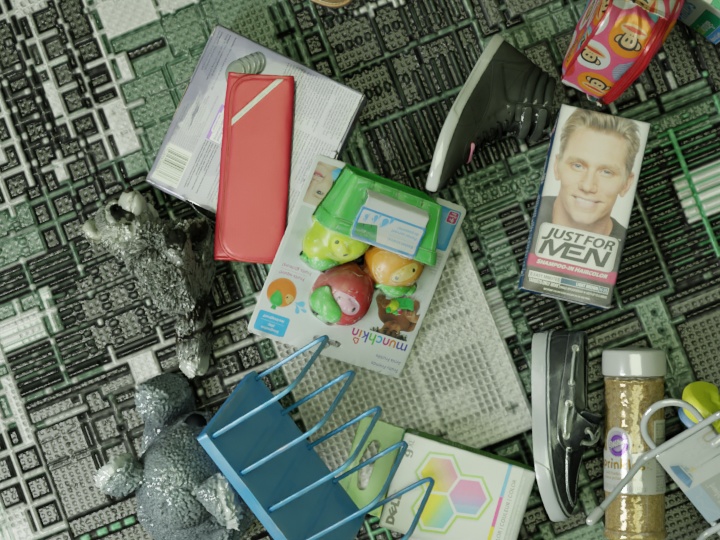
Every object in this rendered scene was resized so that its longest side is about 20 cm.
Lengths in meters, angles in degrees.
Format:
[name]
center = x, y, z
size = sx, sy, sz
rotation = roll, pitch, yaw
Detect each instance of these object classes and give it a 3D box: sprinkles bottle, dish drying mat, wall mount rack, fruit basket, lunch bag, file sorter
[sprinkles bottle]
center = 0.290, 0.183, 1.512
size = 0.068, 0.068, 0.202
rotation = -1, 89, 4
[dish drying mat]
center = -0.113, -0.109, 1.523
size = 0.076, 0.018, 0.202
rotation = 4, 89, 3
[wall mount rack]
center = 0.334, 0.237, 1.458
size = 0.173, 0.075, 0.200
rotation = -35, 104, 20
[fruit basket]
center = 0.000, 0.000, 1.502
size = 0.184, 0.094, 0.202
rotation = 19, 94, -21
[lunch bag]
center = 0.274, -0.275, 1.474
size = 0.081, 0.176, 0.201
rotation = 26, 68, -4
[file sorter]
center = -0.037, 0.186, 1.422
size = 0.122, 0.139, 0.201
rotation = -32, 100, 26

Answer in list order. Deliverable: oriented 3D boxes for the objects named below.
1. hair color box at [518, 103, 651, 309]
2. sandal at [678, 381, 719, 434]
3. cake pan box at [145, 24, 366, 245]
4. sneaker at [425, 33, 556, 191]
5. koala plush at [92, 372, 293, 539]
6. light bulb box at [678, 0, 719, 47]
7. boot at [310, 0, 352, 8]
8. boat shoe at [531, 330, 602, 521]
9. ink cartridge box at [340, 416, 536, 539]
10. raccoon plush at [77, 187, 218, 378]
[hair color box]
center = 0.238, -0.067, 1.527
size = 0.099, 0.061, 0.202
rotation = 12, 89, 4
[sandal]
center = 0.411, 0.196, 1.509
size = 0.199, 0.080, 0.087
rotation = 30, 120, 0
[cake pan box]
center = -0.114, -0.139, 1.558
size = 0.183, 0.052, 0.201
rotation = 24, 90, 6
[sneaker]
center = 0.144, -0.152, 1.507
size = 0.099, 0.071, 0.201
rotation = 27, 65, 4
[koala plush]
center = -0.176, 0.215, 1.475
size = 0.176, 0.200, 0.185
rotation = 15, 89, 4
[light bulb box]
center = 0.460, -0.307, 1.487
size = 0.199, 0.125, 0.199
rotation = 34, 91, 3
[boot]
center = -0.082, -0.363, 1.550
size = 0.200, 0.075, 0.074
rotation = 44, 90, 3
[boat shoe]
center = 0.222, 0.163, 1.512
size = 0.067, 0.072, 0.202
rotation = -5, 80, 22
[ink cartridge box]
center = 0.079, 0.233, 1.528
size = 0.198, 0.059, 0.105
rotation = 17, 90, 4
[raccoon plush]
center = -0.234, 0.013, 1.542
size = 0.133, 0.097, 0.202
rotation = 5, 91, 19
